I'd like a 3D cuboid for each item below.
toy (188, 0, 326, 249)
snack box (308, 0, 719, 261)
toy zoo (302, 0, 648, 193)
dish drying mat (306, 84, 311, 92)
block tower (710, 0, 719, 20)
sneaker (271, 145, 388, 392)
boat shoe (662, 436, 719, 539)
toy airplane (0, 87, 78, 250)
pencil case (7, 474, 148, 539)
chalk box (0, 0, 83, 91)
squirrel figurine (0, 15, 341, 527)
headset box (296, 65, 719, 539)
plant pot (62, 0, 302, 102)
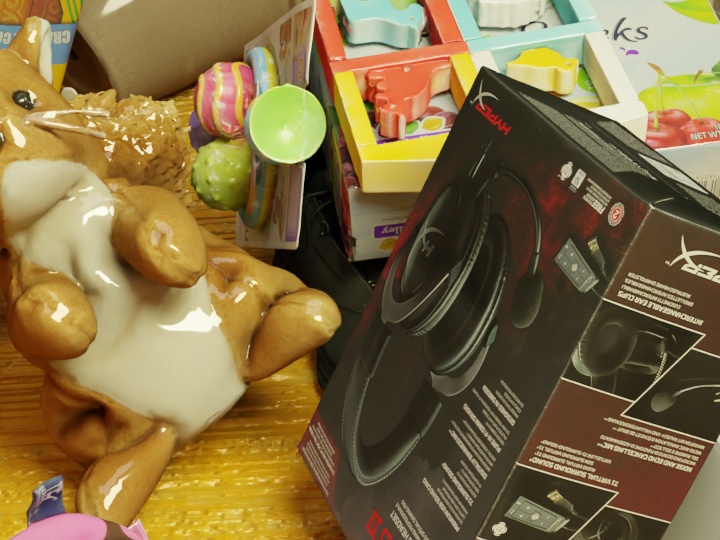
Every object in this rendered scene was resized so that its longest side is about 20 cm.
[{"bbox_3d":[-0.062,-0.070,0.838,0.047,0.116,0.200,3,0,-16],"label":"toy"},{"bbox_3d":[0.080,-0.082,0.795,0.199,0.053,0.143,-7,45,-6],"label":"snack box"},{"bbox_3d":[0.049,-0.098,0.760,0.130,0.021,0.201,-9,46,-7],"label":"toy zoo"},{"bbox_3d":[0.052,-0.105,0.937,0.199,0.018,0.077,-8,30,-34],"label":"dish drying mat"},{"bbox_3d":[0.296,-0.139,1.036,0.058,0.054,0.200,-17,30,-21],"label":"block tower"},{"bbox_3d":[0.000,0.000,0.803,0.076,0.091,0.200,-16,30,-21],"label":"sneaker"},{"bbox_3d":[0.130,0.061,0.685,0.086,0.075,0.202,-4,31,-31],"label":"boat shoe"},{"bbox_3d":[-0.234,-0.028,0.886,0.199,0.141,0.200,25,79,32],"label":"toy airplane"},{"bbox_3d":[-0.051,0.148,0.547,0.093,0.091,0.199,-22,33,-40],"label":"pencil case"},{"bbox_3d":[-0.259,-0.151,1.024,0.124,0.201,0.124,1,30,-33],"label":"chalk box"},{"bbox_3d":[-0.126,-0.016,0.735,0.141,0.187,0.200,-41,16,4],"label":"squirrel figurine"},{"bbox_3d":[0.057,0.046,0.617,0.077,0.201,0.149,19,17,-26],"label":"headset box"},{"bbox_3d":[-0.140,-0.201,1.139,0.175,0.201,0.200,-43,41,-21],"label":"plant pot"}]
